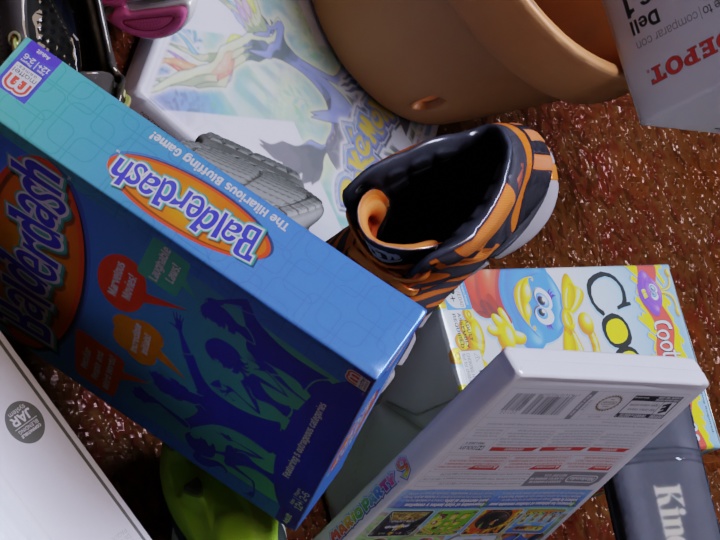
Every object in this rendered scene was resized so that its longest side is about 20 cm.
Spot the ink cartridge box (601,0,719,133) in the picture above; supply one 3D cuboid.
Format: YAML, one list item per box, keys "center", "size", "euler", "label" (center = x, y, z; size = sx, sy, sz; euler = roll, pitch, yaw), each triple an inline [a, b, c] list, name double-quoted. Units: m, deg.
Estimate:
- center: [0.187, -0.186, 1.456]
  size: [0.084, 0.145, 0.201]
  euler: [-1, 71, -49]
  label: "ink cartridge box"

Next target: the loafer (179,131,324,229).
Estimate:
- center: [-0.061, -0.017, 1.337]
  size: [0.075, 0.070, 0.200]
  euler: [24, 6, 0]
  label: "loafer"

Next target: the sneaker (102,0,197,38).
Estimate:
- center: [-0.130, -0.210, 1.426]
  size: [0.200, 0.074, 0.087]
  euler: [56, 32, -7]
  label: "sneaker"

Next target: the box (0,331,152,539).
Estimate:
- center: [-0.159, 0.110, 1.200]
  size: [0.200, 0.060, 0.117]
  euler: [55, 42, 0]
  label: "box"

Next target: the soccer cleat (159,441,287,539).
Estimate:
- center: [-0.053, 0.155, 1.298]
  size: [0.081, 0.067, 0.201]
  euler: [83, -1, -59]
  label: "soccer cleat"

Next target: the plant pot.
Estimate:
- center: [0.066, -0.165, 1.535]
  size: [0.200, 0.140, 0.201]
  euler: [27, 50, -39]
  label: "plant pot"

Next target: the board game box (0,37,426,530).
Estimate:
- center: [-0.082, 0.010, 1.233]
  size: [0.200, 0.152, 0.045]
  euler: [34, 58, 6]
  label: "board game box"

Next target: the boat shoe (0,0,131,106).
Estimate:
- center: [-0.141, -0.083, 1.349]
  size: [0.072, 0.060, 0.202]
  euler: [-5, 74, -50]
  label: "boat shoe"

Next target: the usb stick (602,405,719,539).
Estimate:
- center: [0.148, 0.132, 1.395]
  size: [0.055, 0.033, 0.201]
  euler: [2, 59, -21]
  label: "usb stick"

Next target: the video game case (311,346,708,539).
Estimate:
- center: [0.053, 0.105, 1.362]
  size: [0.143, 0.200, 0.018]
  euler: [5, 47, -48]
  label: "video game case"

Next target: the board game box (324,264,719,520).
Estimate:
- center: [0.075, 0.063, 1.482]
  size: [0.200, 0.105, 0.103]
  euler: [-2, 72, -49]
  label: "board game box"

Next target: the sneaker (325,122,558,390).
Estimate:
- center: [0.000, 0.000, 1.334]
  size: [0.078, 0.200, 0.112]
  euler: [45, 7, 13]
  label: "sneaker"

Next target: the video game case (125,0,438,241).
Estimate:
- center: [-0.031, -0.101, 1.517]
  size: [0.182, 0.022, 0.200]
  euler: [41, 44, -26]
  label: "video game case"
